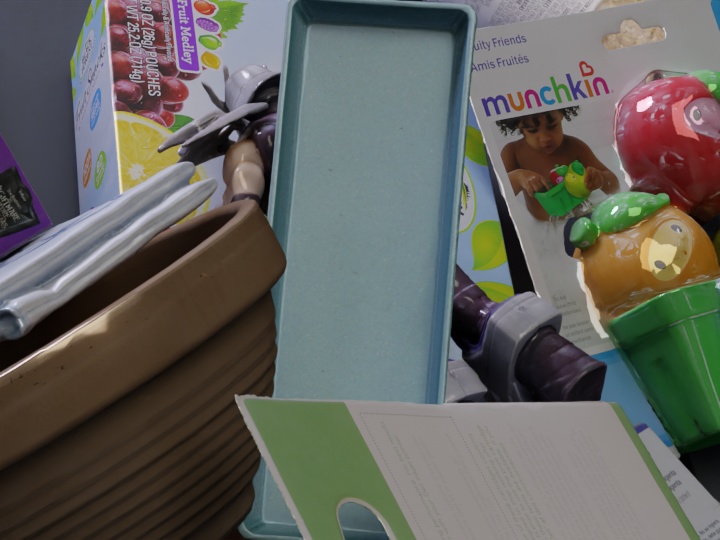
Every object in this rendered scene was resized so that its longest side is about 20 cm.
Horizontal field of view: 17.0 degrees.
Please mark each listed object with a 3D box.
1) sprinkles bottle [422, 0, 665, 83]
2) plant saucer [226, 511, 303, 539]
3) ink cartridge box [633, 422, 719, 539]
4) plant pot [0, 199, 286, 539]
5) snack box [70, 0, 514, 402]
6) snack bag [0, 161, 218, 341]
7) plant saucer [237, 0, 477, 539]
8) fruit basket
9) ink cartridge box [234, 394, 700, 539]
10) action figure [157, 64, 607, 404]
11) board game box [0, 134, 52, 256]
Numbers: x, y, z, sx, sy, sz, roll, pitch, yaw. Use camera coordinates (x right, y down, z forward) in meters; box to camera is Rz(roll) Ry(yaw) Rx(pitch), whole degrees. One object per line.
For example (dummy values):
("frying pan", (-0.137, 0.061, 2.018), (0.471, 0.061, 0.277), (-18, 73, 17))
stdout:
("sprinkles bottle", (0.087, -0.127, 1.147), (0.200, 0.068, 0.068), (37, 46, 9))
("plant saucer", (0.032, 0.151, 0.866), (0.200, 0.032, 0.200), (27, 34, -20))
("ink cartridge box", (0.121, 0.163, 0.879), (0.200, 0.043, 0.196), (47, 30, 14))
("plant pot", (-0.100, 0.064, 0.809), (0.201, 0.201, 0.093), (-37, 99, -41))
("snack box", (-0.030, -0.024, 1.005), (0.169, 0.068, 0.200), (8, 51, -19))
("snack bag", (-0.166, 0.034, 0.824), (0.200, 0.189, 0.021), (-36, 99, -42))
("plant saucer", (0.000, 0.000, 0.863), (0.070, 0.019, 0.200), (4, 78, 4))
("fruit basket", (0.147, -0.025, 1.038), (0.185, 0.094, 0.200), (-11, 84, -32))
("ink cartridge box", (0.046, 0.110, 0.770), (0.200, 0.048, 0.146), (3, 50, -46))
("action figure", (0.000, -0.005, 0.914), (0.130, 0.069, 0.200), (-27, 68, -27))
("board game box", (-0.200, -0.075, 0.827), (0.120, 0.032, 0.200), (-39, 102, -50))
